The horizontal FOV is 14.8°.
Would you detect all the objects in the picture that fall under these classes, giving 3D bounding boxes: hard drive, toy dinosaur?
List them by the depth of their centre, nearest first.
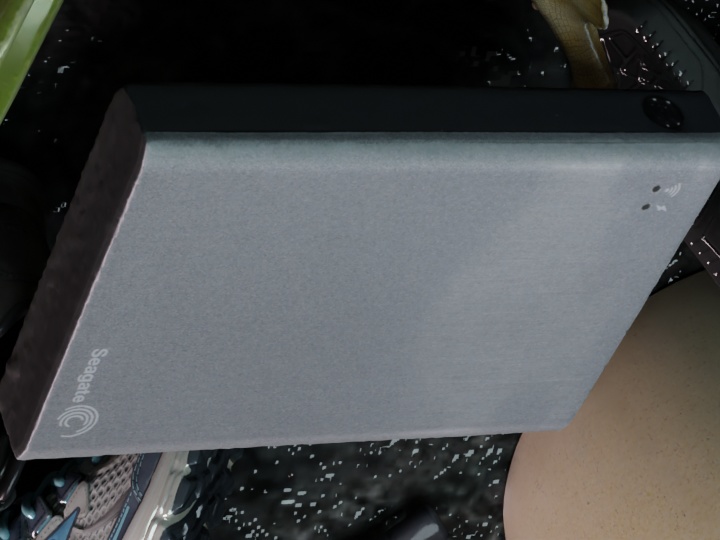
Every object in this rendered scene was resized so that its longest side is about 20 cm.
[{"bbox_3d":[0.047,-0.119,0.845,0.058,0.101,0.200,-30,134,-3],"label":"toy dinosaur"},{"bbox_3d":[0.000,0.000,0.850,0.199,0.033,0.140,-1,138,-28],"label":"hard drive"}]

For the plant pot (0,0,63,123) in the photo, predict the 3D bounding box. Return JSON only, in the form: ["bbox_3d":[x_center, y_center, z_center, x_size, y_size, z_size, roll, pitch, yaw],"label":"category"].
[{"bbox_3d":[-0.170,-0.103,0.718,0.189,0.200,0.200,27,115,-7],"label":"plant pot"}]

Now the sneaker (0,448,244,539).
[{"bbox_3d":[-0.106,0.102,0.971,0.086,0.078,0.201,25,99,8],"label":"sneaker"}]

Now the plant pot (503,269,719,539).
[{"bbox_3d":[0.170,0.111,1.047,0.199,0.135,0.201,-11,128,-14],"label":"plant pot"}]

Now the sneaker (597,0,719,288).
[{"bbox_3d":[0.163,-0.036,0.979,0.104,0.060,0.200,-44,106,-30],"label":"sneaker"}]

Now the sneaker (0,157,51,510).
[{"bbox_3d":[-0.151,0.061,0.913,0.076,0.091,0.201,5,125,-28],"label":"sneaker"}]

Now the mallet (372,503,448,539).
[{"bbox_3d":[-0.052,0.154,1.060,0.199,0.041,0.066,-26,136,-8],"label":"mallet"}]
